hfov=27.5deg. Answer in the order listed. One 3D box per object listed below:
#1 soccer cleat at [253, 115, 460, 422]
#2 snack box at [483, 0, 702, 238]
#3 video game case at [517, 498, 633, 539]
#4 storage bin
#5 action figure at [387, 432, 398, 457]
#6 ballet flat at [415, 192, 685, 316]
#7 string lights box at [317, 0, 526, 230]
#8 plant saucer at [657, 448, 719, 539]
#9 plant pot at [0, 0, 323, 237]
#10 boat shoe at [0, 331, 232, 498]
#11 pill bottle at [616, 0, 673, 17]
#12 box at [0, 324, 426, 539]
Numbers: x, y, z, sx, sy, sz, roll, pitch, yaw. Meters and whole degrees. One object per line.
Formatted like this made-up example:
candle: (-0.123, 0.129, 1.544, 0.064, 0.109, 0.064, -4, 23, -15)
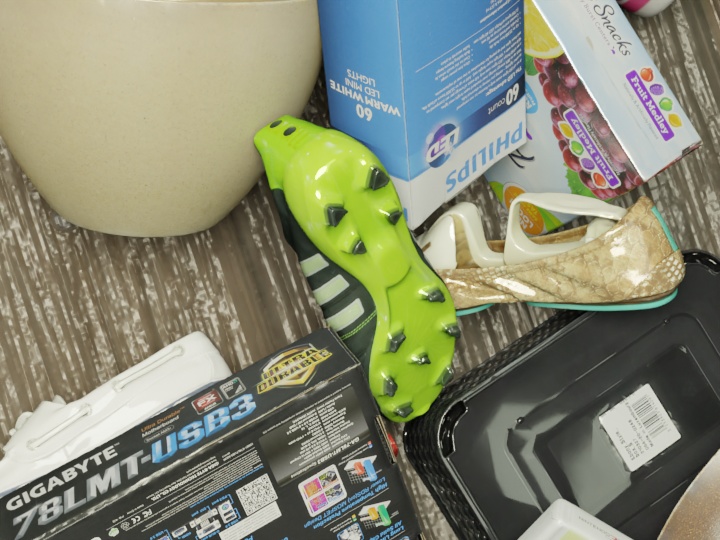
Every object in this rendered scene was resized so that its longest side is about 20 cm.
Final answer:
soccer cleat: (0.000, 0.000, 0.777, 0.067, 0.081, 0.201, -36, 134, -16)
snack box: (0.090, -0.126, 0.838, 0.053, 0.142, 0.201, -31, 90, -23)
video game case: (0.124, 0.230, 0.797, 0.181, 0.022, 0.200, 31, 123, -9)
storage bin: (0.141, 0.093, 0.850, 0.199, 0.094, 0.136, -32, 90, -12)
action figure: (-0.076, 0.137, 0.826, 0.199, 0.052, 0.066, -31, 85, -10)
ballet flat: (0.081, -0.010, 0.820, 0.199, 0.070, 0.066, -7, 106, 25)
string lights box: (0.033, -0.133, 0.748, 0.059, 0.201, 0.103, 26, 48, 33)
plant saucer: (0.244, 0.136, 0.824, 0.200, 0.201, 0.032, -32, 50, -13)
plant pot: (-0.116, -0.095, 0.787, 0.199, 0.200, 0.135, 2, 109, -11)
boat shoe: (-0.159, 0.101, 0.810, 0.199, 0.074, 0.066, -27, 68, -12)
pill bottle: (0.117, -0.247, 0.873, 0.199, 0.113, 0.114, 29, 79, -6)
box: (-0.065, 0.157, 0.774, 0.199, 0.050, 0.199, -29, 127, -11)
